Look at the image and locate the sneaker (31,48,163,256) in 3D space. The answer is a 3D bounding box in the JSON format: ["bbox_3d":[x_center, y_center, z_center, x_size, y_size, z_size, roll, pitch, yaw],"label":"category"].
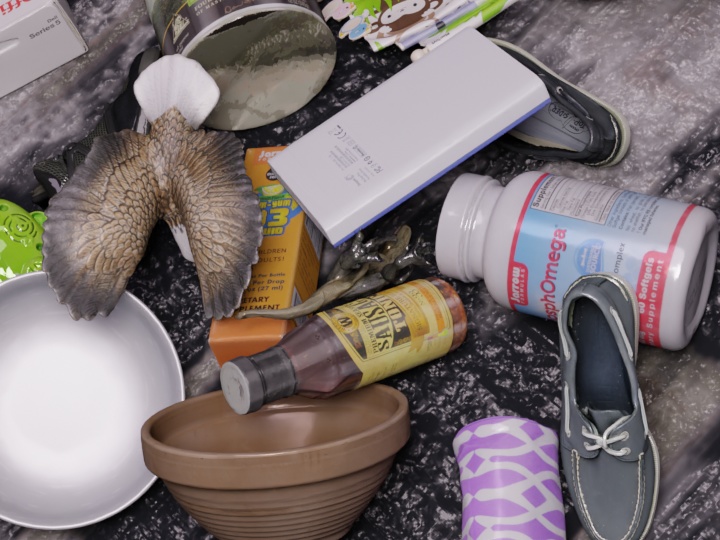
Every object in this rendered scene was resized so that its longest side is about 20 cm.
[{"bbox_3d":[-0.226,-0.108,1.378,0.113,0.076,0.202,4,69,11],"label":"sneaker"}]

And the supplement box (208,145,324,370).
[{"bbox_3d":[-0.071,-0.007,1.269,0.066,0.069,0.202,-4,49,14],"label":"supplement box"}]

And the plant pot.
[{"bbox_3d":[-0.058,0.148,1.159,0.198,0.201,0.094,-3,101,14],"label":"plant pot"}]

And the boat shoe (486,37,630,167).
[{"bbox_3d":[0.121,-0.136,1.289,0.198,0.066,0.075,33,115,22],"label":"boat shoe"}]

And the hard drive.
[{"bbox_3d":[0.035,-0.108,1.230,0.199,0.025,0.132,-34,36,-5],"label":"hard drive"}]

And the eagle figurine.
[{"bbox_3d":[-0.148,-0.053,1.227,0.152,0.151,0.201,-43,18,24],"label":"eagle figurine"}]

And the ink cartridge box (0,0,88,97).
[{"bbox_3d":[-0.364,-0.264,1.498,0.144,0.084,0.201,-28,58,0],"label":"ink cartridge box"}]

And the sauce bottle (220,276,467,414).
[{"bbox_3d":[-0.011,0.059,1.181,0.199,0.066,0.066,-20,52,-34],"label":"sauce bottle"}]

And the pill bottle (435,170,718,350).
[{"bbox_3d":[0.163,-0.014,1.197,0.198,0.109,0.110,14,67,23],"label":"pill bottle"}]

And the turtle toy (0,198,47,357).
[{"bbox_3d":[-0.337,0.022,1.323,0.200,0.101,0.146,-43,86,-10],"label":"turtle toy"}]

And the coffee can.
[{"bbox_3d":[-0.118,-0.246,1.382,0.145,0.147,0.201,-24,59,2],"label":"coffee can"}]

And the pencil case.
[{"bbox_3d":[0.102,0.202,1.116,0.085,0.083,0.202,-29,48,41],"label":"pencil case"}]

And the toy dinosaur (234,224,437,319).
[{"bbox_3d":[0.000,0.000,1.200,0.088,0.199,0.048,-31,84,41],"label":"toy dinosaur"}]

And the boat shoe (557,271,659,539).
[{"bbox_3d":[0.168,0.103,1.114,0.072,0.062,0.203,-2,93,24],"label":"boat shoe"}]

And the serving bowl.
[{"bbox_3d":[-0.239,0.102,1.248,0.198,0.066,0.203,1,85,-8],"label":"serving bowl"}]

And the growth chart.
[{"bbox_3d":[0.047,-0.240,1.377,0.144,0.018,0.200,-36,40,-9],"label":"growth chart"}]
